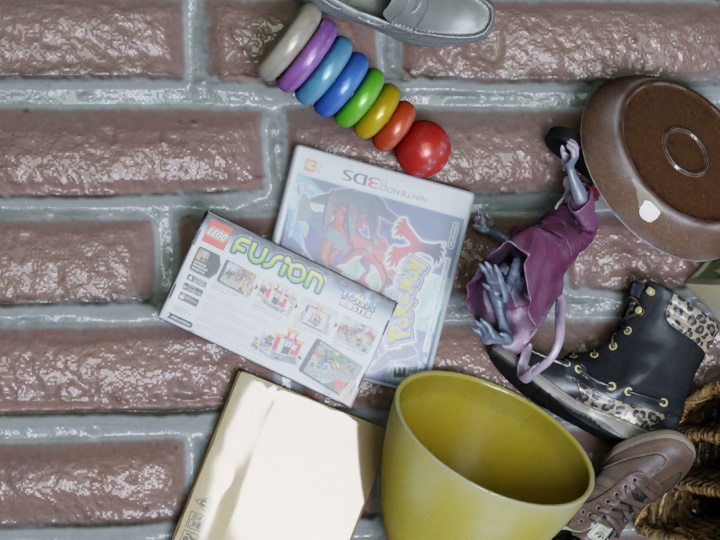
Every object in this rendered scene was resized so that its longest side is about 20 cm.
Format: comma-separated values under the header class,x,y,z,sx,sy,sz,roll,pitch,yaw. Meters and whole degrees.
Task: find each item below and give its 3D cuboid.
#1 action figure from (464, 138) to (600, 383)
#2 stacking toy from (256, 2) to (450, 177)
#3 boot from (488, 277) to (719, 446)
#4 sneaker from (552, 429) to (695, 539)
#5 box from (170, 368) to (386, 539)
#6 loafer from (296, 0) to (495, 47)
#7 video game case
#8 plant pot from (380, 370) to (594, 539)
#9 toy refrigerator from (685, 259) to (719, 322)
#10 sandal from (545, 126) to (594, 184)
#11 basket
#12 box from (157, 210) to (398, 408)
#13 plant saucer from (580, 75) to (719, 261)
class,x,y,z,sx,sy,sz,roll,pitch,yaw
action figure,0.182,-0.020,1.546,0.149,0.134,0.200,50,51,-2
stacking toy,0.002,-0.158,1.555,0.199,0.085,0.086,38,85,-11
boot,0.238,0.076,1.594,0.199,0.073,0.151,29,79,5
sneaker,0.233,0.225,1.550,0.199,0.076,0.070,-37,119,28
box,-0.078,0.217,1.573,0.162,0.021,0.202,22,87,-8
loafer,0.034,-0.254,1.560,0.198,0.070,0.071,9,89,-8
video game case,0.000,0.000,1.582,0.180,0.023,0.202,14,89,-8
plant pot,0.097,0.208,1.532,0.198,0.200,0.143,21,115,-8
toy refrigerator,0.378,0.007,1.549,0.076,0.200,0.070,-45,97,-5
sandal,0.269,-0.086,1.599,0.199,0.075,0.045,37,76,-5
basket,0.345,0.174,1.539,0.147,0.200,0.144,-11,92,-15
box,-0.076,0.037,1.542,0.199,0.035,0.111,26,86,-8
plant saucer,0.299,-0.105,1.566,0.198,0.034,0.202,14,58,-23
